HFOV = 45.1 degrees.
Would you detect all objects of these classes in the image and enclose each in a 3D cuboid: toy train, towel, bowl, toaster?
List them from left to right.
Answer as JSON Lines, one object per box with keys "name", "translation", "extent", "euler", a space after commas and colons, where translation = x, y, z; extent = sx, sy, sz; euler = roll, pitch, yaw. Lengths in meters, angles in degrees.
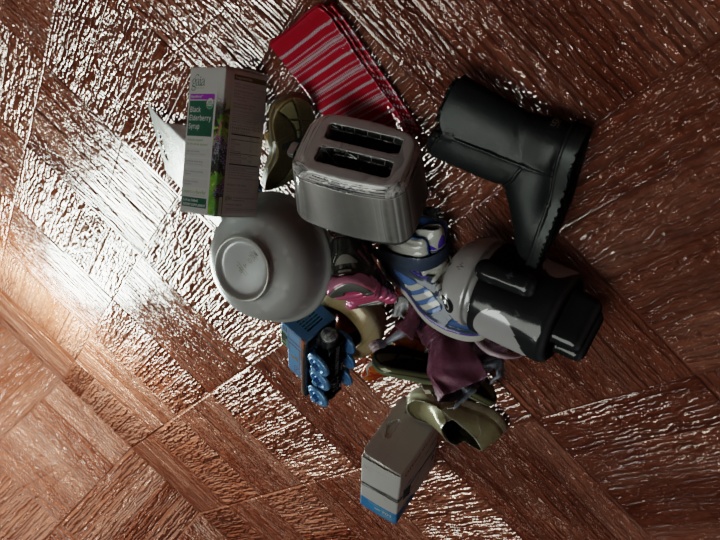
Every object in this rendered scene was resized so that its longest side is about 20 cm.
{"name": "bowl", "translation": [-0.147, -0.010, 1.255], "extent": [0.200, 0.090, 0.202], "euler": [7, 106, 27]}
{"name": "toy train", "translation": [-0.070, 0.137, 1.410], "extent": [0.114, 0.087, 0.200], "euler": [40, 152, 22]}
{"name": "towel", "translation": [-0.023, -0.233, 1.096], "extent": [0.200, 0.022, 0.144], "euler": [53, 148, -17]}
{"name": "toaster", "translation": [0.005, -0.113, 1.093], "extent": [0.199, 0.114, 0.129], "euler": [17, 156, 15]}

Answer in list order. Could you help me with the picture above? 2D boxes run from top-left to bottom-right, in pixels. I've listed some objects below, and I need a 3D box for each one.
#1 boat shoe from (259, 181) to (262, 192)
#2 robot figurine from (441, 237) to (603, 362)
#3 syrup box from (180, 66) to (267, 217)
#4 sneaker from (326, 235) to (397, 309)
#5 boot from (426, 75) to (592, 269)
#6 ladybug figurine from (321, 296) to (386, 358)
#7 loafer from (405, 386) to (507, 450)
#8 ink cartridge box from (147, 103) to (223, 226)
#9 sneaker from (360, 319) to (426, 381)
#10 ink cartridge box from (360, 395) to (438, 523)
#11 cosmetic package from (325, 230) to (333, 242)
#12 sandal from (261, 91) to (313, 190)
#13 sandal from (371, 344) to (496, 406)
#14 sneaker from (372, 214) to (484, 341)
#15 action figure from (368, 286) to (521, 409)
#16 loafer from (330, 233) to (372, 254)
{"name": "boat shoe", "translation": [-0.147, -0.061, 1.365], "extent": [0.084, 0.068, 0.201], "euler": [162, 97, -71]}
{"name": "robot figurine", "translation": [0.197, 0.039, 1.084], "extent": [0.200, 0.125, 0.151], "euler": [25, 129, 25]}
{"name": "syrup box", "translation": [-0.188, -0.176, 1.194], "extent": [0.079, 0.081, 0.201], "euler": [10, 98, 40]}
{"name": "sneaker", "translation": [0.000, 0.000, 1.205], "extent": [0.079, 0.096, 0.200], "euler": [-12, 167, 8]}
{"name": "boot", "translation": [0.158, -0.112, 0.987], "extent": [0.168, 0.076, 0.201], "euler": [25, 138, 19]}
{"name": "ladybug figurine", "translation": [-0.020, 0.077, 1.424], "extent": [0.136, 0.072, 0.200], "euler": [46, 149, -5]}
{"name": "loafer", "translation": [0.148, 0.249, 1.452], "extent": [0.200, 0.068, 0.076], "euler": [7, 134, 44]}
{"name": "ink cartridge box", "translation": [-0.271, -0.176, 1.437], "extent": [0.200, 0.047, 0.160], "euler": [44, 154, 32]}
{"name": "sneaker", "translation": [0.054, 0.150, 1.437], "extent": [0.077, 0.073, 0.200], "euler": [33, 152, -4]}
{"name": "ink cartridge box", "translation": [0.071, 0.348, 1.584], "extent": [0.086, 0.147, 0.200], "euler": [28, 146, 19]}
{"name": "cosmetic package", "translation": [-0.099, -0.007, 1.429], "extent": [0.083, 0.051, 0.200], "euler": [54, 147, -12]}
{"name": "sandal", "translation": [-0.105, -0.184, 1.201], "extent": [0.054, 0.080, 0.200], "euler": [58, 160, 23]}
{"name": "sandal", "translation": [0.113, 0.168, 1.339], "extent": [0.200, 0.080, 0.058], "euler": [16, 118, 1]}
{"name": "sneaker", "translation": [0.107, 0.002, 1.178], "extent": [0.200, 0.081, 0.147], "euler": [41, 156, 15]}
{"name": "action figure", "translation": [0.113, 0.093, 1.257], "extent": [0.149, 0.134, 0.200], "euler": [-47, 70, 33]}
{"name": "loafer", "translation": [-0.012, -0.032, 1.275], "extent": [0.063, 0.072, 0.200], "euler": [25, 133, -15]}
